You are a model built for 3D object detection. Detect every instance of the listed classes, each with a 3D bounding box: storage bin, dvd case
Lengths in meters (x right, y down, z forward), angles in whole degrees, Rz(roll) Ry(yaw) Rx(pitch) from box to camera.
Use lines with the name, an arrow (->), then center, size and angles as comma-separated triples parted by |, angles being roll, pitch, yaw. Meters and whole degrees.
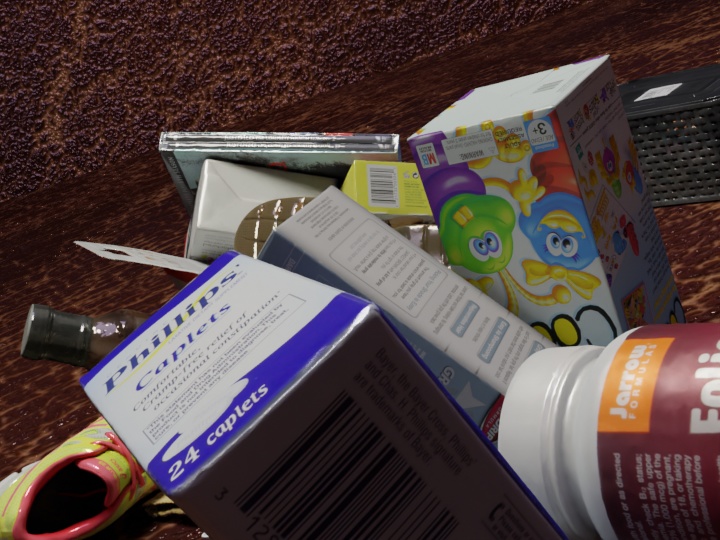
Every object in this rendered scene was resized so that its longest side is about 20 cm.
storage bin -> 0.298, -0.129, 1.116 | 0.199, 0.095, 0.135 | -4, 22, 44
dvd case -> -0.061, -0.075, 1.014 | 0.198, 0.022, 0.146 | 3, -24, 5

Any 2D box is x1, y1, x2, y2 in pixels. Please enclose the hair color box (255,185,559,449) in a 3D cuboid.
hair color box -> 0.034, 0.042, 0.673 | 0.061, 0.199, 0.099 | -57, -5, 25

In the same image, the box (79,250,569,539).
box -> -0.014, 0.097, 0.529 | 0.105, 0.184, 0.200 | -44, 21, -12

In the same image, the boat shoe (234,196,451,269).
boat shoe -> 0.000, 0.000, 0.831 | 0.198, 0.068, 0.073 | 12, 70, 28

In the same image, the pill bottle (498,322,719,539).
pill bottle -> 0.168, 0.079, 0.523 | 0.199, 0.115, 0.114 | -6, 20, 42

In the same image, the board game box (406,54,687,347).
board game box -> 0.123, -0.015, 0.738 | 0.102, 0.202, 0.105 | -9, 19, 35

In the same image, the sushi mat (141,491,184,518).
sushi mat -> -0.058, 0.120, 0.850 | 0.199, 0.012, 0.095 | -33, 12, -40

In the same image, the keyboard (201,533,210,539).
keyboard -> -0.025, 0.127, 0.806 | 0.056, 0.011, 0.200 | -6, 21, 43

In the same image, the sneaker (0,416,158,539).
sneaker -> -0.166, 0.134, 0.816 | 0.200, 0.078, 0.090 | -39, 8, -20

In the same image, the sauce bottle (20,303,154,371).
sauce bottle -> -0.157, 0.065, 0.900 | 0.198, 0.065, 0.065 | 14, 6, -18

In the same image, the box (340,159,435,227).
box -> 0.006, -0.028, 1.014 | 0.074, 0.051, 0.200 | 1, -21, -12

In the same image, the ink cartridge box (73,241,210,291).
ink cartridge box -> -0.116, 0.022, 0.903 | 0.198, 0.051, 0.162 | 9, 2, -22

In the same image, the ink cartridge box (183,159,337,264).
ink cartridge box -> -0.096, -0.016, 1.039 | 0.115, 0.068, 0.200 | 7, -25, -10
